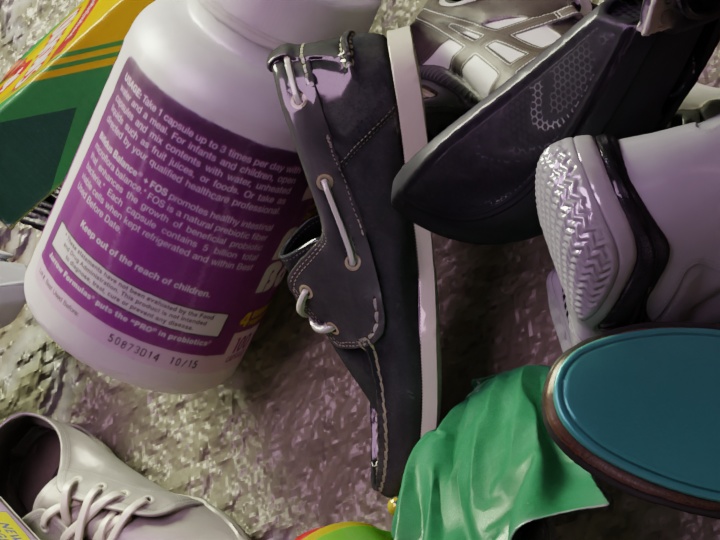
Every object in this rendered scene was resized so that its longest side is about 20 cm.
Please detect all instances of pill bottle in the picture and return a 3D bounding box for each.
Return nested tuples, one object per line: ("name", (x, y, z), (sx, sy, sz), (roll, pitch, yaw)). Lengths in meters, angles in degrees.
("pill bottle", (-0.068, -0.053, 1.025), (0.112, 0.112, 0.201), (52, 124, 43))

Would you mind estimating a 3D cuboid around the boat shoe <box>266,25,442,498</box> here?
("boat shoe", (0.000, 0.000, 0.954), (0.072, 0.067, 0.201), (-106, 10, -77))

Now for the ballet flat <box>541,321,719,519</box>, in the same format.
("ballet flat", (0.160, 0.058, 0.782), (0.199, 0.068, 0.068), (3, 71, 2))

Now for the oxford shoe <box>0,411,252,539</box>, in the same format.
("oxford shoe", (-0.115, 0.123, 1.056), (0.200, 0.058, 0.075), (31, 89, 43))

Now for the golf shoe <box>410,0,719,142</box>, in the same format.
("golf shoe", (0.086, -0.089, 0.965), (0.199, 0.078, 0.095), (11, 77, 43))

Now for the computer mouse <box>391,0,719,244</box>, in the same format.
("computer mouse", (0.090, -0.061, 0.834), (0.200, 0.138, 0.053), (-40, 82, 40))

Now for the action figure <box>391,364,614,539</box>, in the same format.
("action figure", (0.053, 0.086, 0.870), (0.118, 0.055, 0.200), (-35, 15, 17))

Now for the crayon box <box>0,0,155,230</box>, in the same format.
("crayon box", (-0.110, -0.120, 1.131), (0.200, 0.051, 0.127), (-38, 15, 21))

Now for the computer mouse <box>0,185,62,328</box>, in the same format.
("computer mouse", (-0.202, 0.005, 1.117), (0.199, 0.044, 0.110), (-25, 37, -29))

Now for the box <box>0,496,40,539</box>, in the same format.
("box", (-0.253, 0.177, 1.085), (0.176, 0.096, 0.201), (38, 114, 45))

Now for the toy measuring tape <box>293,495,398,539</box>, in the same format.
("toy measuring tape", (-0.029, 0.170, 0.949), (0.200, 0.073, 0.074), (-53, 46, 9))

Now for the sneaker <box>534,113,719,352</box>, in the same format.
("sneaker", (0.129, 0.004, 0.835), (0.114, 0.200, 0.075), (-16, 62, 1))
